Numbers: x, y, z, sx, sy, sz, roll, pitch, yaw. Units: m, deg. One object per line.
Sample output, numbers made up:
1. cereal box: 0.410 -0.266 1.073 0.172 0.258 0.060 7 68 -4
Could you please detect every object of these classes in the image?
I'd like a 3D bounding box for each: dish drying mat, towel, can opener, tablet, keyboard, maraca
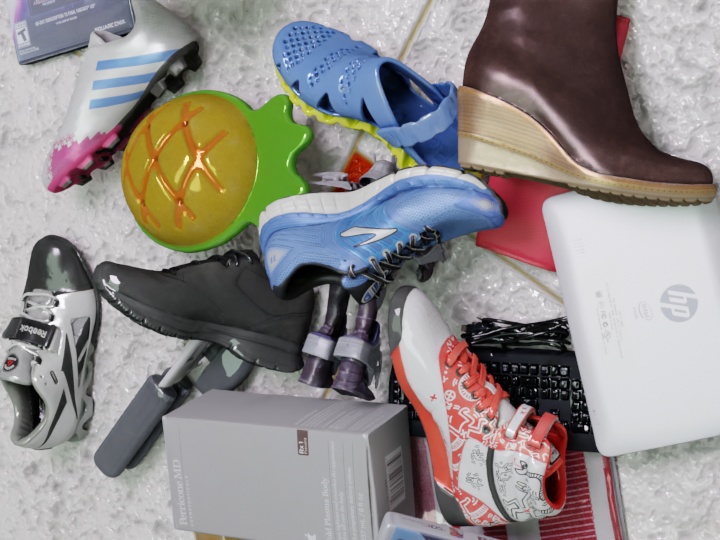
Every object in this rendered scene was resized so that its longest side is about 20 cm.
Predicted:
1. dish drying mat: 0.146 -0.104 1.131 0.076 0.018 0.202 20 106 24
2. towel: 0.116 0.196 1.192 0.198 0.023 0.146 -8 95 29
3. can opener: -0.169 0.118 1.319 0.067 0.053 0.200 49 117 13
4. tablet: 0.217 0.029 1.095 0.129 0.014 0.202 -14 87 20
5. keyboard: 0.106 0.085 1.158 0.198 0.040 0.105 1 84 29
6. maraca: -0.121 -0.084 1.225 0.199 0.107 0.139 -1 86 35

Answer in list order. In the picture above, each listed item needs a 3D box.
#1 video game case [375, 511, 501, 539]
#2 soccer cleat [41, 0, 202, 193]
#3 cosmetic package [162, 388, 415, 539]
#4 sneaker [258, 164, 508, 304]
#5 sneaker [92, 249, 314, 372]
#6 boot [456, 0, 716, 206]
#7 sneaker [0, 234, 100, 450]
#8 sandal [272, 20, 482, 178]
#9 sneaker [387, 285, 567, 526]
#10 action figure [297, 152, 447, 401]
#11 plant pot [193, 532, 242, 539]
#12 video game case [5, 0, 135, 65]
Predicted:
1. video game case: 0.076 0.297 1.169 0.181 0.023 0.201 16 114 -8
2. soccer cleat: -0.225 -0.156 1.297 0.200 0.070 0.086 -43 86 19
3. cosmetic package: -0.060 0.164 1.217 0.198 0.090 0.108 -1 102 26
4. sneaker: 0.018 -0.018 1.117 0.198 0.079 0.090 -14 63 19
5. sneaker: -0.127 0.019 1.225 0.076 0.199 0.092 19 90 61
6. boot: 0.172 -0.139 1.064 0.198 0.072 0.168 13 89 10
7. sneaker: -0.294 0.070 1.362 0.073 0.088 0.202 3 98 30
8. sandal: 0.016 -0.142 1.149 0.199 0.087 0.080 32 67 15
9. sneaker: 0.096 0.100 1.120 0.107 0.067 0.203 -8 106 31
10. action figure: 0.000 0.000 1.201 0.129 0.069 0.202 14 90 33
11. plant pot: -0.061 0.219 1.291 0.198 0.027 0.202 5 101 29
12. video game case: -0.274 -0.301 1.332 0.142 0.019 0.202 -10 94 30
